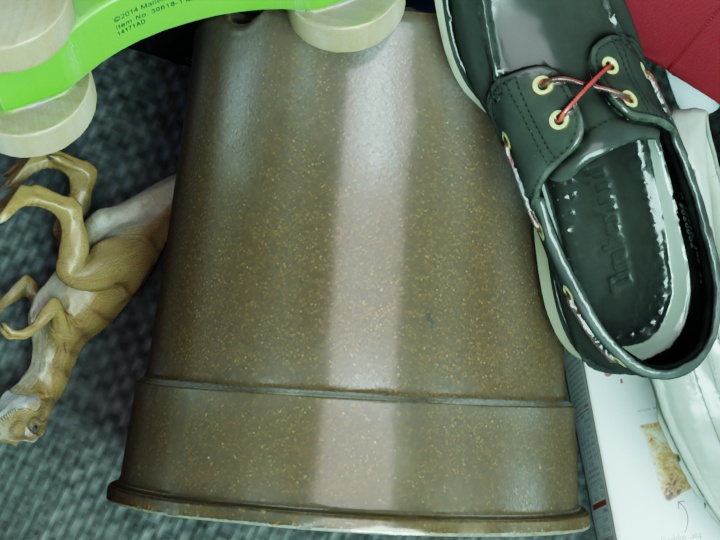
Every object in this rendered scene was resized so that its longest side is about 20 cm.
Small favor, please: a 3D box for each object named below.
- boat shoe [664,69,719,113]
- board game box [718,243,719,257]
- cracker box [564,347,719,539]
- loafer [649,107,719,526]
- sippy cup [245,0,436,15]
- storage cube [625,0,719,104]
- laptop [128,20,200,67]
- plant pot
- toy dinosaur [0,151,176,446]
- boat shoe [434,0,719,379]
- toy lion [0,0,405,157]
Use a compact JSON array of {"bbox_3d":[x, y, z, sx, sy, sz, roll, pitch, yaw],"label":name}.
[{"bbox_3d":[0.175,-0.161,0.971,0.090,0.071,0.202,-10,54,21],"label":"boat shoe"},{"bbox_3d":[0.246,-0.020,0.964,0.199,0.030,0.096,18,74,-24],"label":"board game box"},{"bbox_3d":[0.166,0.066,0.976,0.133,0.058,0.202,-10,81,-4],"label":"cracker box"},{"bbox_3d":[0.150,0.029,0.892,0.069,0.070,0.201,-21,107,21],"label":"loafer"},{"bbox_3d":[0.027,-0.163,0.982,0.177,0.140,0.131,22,69,-11],"label":"sippy cup"},{"bbox_3d":[0.176,-0.174,0.850,0.170,0.180,0.201,28,70,-2],"label":"storage cube"},{"bbox_3d":[-0.158,-0.091,0.933,0.198,0.177,0.104,17,80,2],"label":"laptop"},{"bbox_3d":[0.000,0.000,0.895,0.198,0.200,0.200,3,89,-1],"label":"plant pot"},{"bbox_3d":[-0.112,-0.013,0.992,0.106,0.060,0.200,43,86,-19],"label":"toy dinosaur"},{"bbox_3d":[0.084,-0.055,0.808,0.073,0.063,0.203,-22,102,-15],"label":"boat shoe"},{"bbox_3d":[-0.077,-0.156,0.830,0.199,0.069,0.192,-20,56,-9],"label":"toy lion"}]
